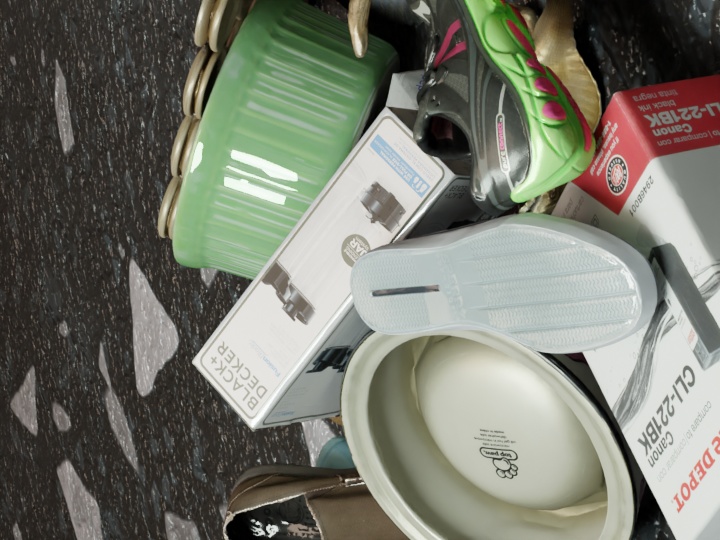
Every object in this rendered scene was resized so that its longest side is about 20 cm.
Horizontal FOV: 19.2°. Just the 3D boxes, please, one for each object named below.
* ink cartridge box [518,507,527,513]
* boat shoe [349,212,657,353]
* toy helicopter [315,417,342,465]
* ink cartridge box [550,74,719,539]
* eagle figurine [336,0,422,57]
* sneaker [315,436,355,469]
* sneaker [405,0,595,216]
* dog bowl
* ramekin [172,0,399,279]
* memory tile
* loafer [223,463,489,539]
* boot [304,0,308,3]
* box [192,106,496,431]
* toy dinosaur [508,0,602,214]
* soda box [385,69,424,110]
[{"bbox_3d":[0.093,0.210,1.434,0.200,0.044,0.178,152,107,-65],"label":"ink cartridge box"},{"bbox_3d":[0.083,-0.002,1.131,0.199,0.067,0.074,4,110,43],"label":"boat shoe"},{"bbox_3d":[0.024,0.091,1.505,0.199,0.078,0.133,21,113,48],"label":"toy helicopter"},{"bbox_3d":[0.183,0.022,1.103,0.201,0.083,0.145,65,152,28],"label":"ink cartridge box"},{"bbox_3d":[0.009,-0.236,1.362,0.152,0.151,0.200,-51,6,11],"label":"eagle figurine"},{"bbox_3d":[-0.009,0.202,1.515,0.082,0.073,0.201,51,140,43],"label":"sneaker"},{"bbox_3d":[0.055,-0.106,1.145,0.084,0.077,0.201,-39,39,13],"label":"sneaker"},{"bbox_3d":[0.089,0.093,1.267,0.199,0.074,0.201,20,130,25],"label":"dog bowl"},{"bbox_3d":[-0.046,-0.083,1.441,0.200,0.097,0.202,20,-90,-85],"label":"ramekin"},{"bbox_3d":[-0.094,-0.129,1.417,0.154,0.017,0.201,-64,-8,-54],"label":"memory tile"},{"bbox_3d":[-0.003,0.168,1.387,0.198,0.071,0.074,-7,108,26],"label":"loafer"},{"bbox_3d":[-0.089,-0.288,1.587,0.200,0.073,0.156,43,141,34],"label":"boot"},{"bbox_3d":[0.000,0.000,1.266,0.060,0.116,0.200,44,110,19],"label":"box"},{"bbox_3d":[0.108,-0.126,1.263,0.101,0.058,0.201,38,144,35],"label":"toy dinosaur"},{"bbox_3d":[0.044,-0.038,1.407,0.201,0.063,0.068,102,149,-42],"label":"soda box"}]
